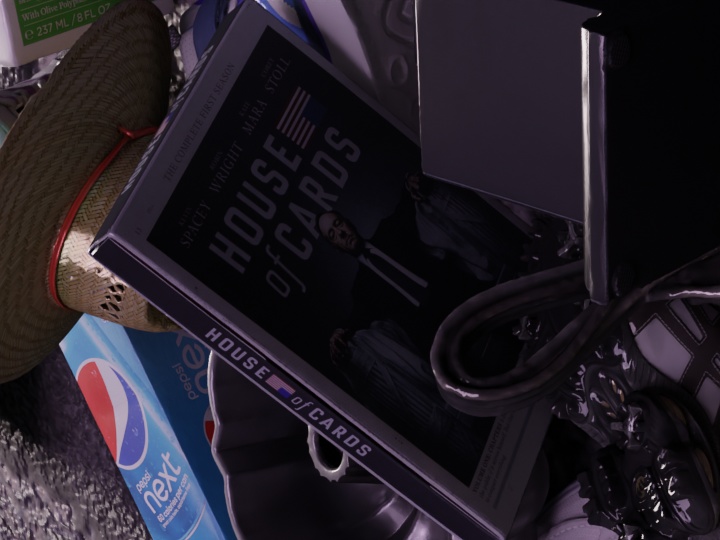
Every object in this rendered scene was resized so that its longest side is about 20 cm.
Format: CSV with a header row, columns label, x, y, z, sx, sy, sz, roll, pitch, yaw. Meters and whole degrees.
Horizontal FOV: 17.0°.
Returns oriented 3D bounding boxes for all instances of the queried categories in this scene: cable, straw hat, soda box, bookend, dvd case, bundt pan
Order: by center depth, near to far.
label,x,y,z,sx,sy,sz,roll,pitch,yaw
bookend,0.076,-0.086,0.869,0.198,0.199,0.093,19,122,41
cable,0.118,-0.009,0.892,0.050,0.198,0.098,87,171,-65
dvd case,0.000,0.000,0.976,0.200,0.151,0.025,39,136,-14
bundt pan,0.015,0.074,1.098,0.201,0.075,0.204,16,110,52
straw hat,-0.099,-0.017,1.099,0.085,0.201,0.202,22,127,14
soda box,-0.099,0.056,1.240,0.064,0.068,0.201,-28,87,50

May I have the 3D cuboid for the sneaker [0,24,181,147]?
label,x,y,z,sx,sy,sz,roll,pitch,yaw
sneaker,-0.142,-0.078,1.166,0.078,0.139,0.200,59,168,-8

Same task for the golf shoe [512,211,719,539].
label,x,y,z,sx,sy,sz,roll,pitch,yaw
golf shoe,0.123,0.039,0.956,0.078,0.094,0.201,117,147,-44

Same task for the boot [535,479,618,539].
label,x,y,z,sx,sy,sz,roll,pitch,yaw
boot,0.117,0.124,1.012,0.199,0.095,0.074,-23,92,51

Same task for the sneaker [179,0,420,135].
label,x,y,z,sx,sy,sz,roll,pitch,yaw
sneaker,-0.041,-0.132,1.069,0.146,0.080,0.201,6,119,42

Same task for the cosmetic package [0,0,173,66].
label,x,y,z,sx,sy,sz,roll,pitch,yaw
cosmetic package,-0.170,-0.209,1.156,0.084,0.107,0.202,9,117,45
